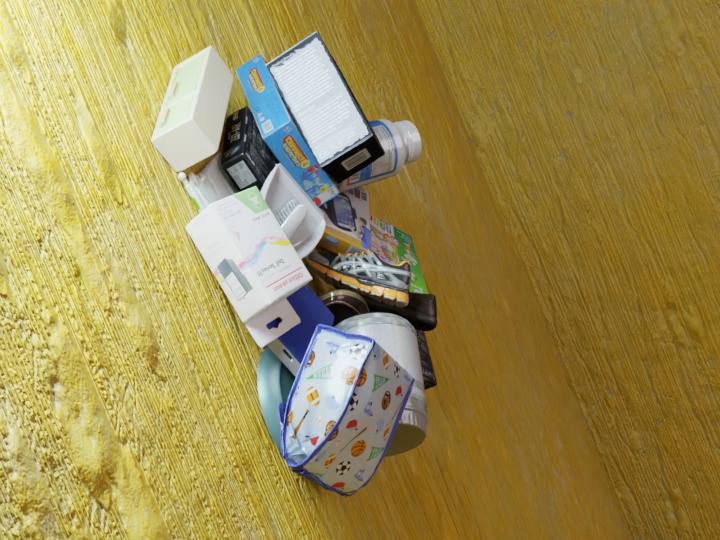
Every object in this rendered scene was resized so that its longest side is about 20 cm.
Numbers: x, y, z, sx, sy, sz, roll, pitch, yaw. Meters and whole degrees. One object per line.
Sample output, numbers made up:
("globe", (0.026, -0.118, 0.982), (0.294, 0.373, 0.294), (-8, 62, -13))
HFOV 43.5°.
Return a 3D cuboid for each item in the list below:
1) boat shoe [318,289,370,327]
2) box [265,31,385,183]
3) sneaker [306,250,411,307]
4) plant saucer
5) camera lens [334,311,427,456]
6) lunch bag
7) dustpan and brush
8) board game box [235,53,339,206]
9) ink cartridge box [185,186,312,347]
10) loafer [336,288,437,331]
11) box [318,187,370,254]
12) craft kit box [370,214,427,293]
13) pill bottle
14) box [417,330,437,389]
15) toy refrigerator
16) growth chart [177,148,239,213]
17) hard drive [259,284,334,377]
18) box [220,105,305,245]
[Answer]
("boat shoe", (-0.012, 0.101, 1.604), (0.200, 0.071, 0.073), (51, 23, -54))
("box", (-0.056, -0.271, 1.526), (0.203, 0.106, 0.148), (62, 6, 9))
("sneaker", (0.000, 0.000, 1.584), (0.078, 0.196, 0.079), (70, 39, -77))
("plant saucer", (-0.090, 0.202, 1.355), (0.201, 0.027, 0.203), (54, 24, -36))
("camera lens", (0.025, 0.183, 1.473), (0.160, 0.157, 0.204), (41, 35, -51))
("lunch bag", (-0.028, 0.206, 1.285), (0.170, 0.122, 0.204), (43, 63, -52))
("dustpan and brush", (-0.130, -0.045, 1.390), (0.140, 0.057, 0.202), (47, 69, -36))
("board game box", (-0.127, -0.241, 1.572), (0.196, 0.055, 0.202), (53, 10, -50))
("ink cartridge box", (-0.146, -0.007, 1.282), (0.202, 0.067, 0.117), (58, 34, 0))
("loafer", (0.052, 0.053, 1.662), (0.073, 0.196, 0.073), (99, 9, -66))
("box", (-0.039, -0.115, 1.721), (0.117, 0.042, 0.203), (23, 43, -23))
("craft kit box", (0.043, -0.020, 1.795), (0.198, 0.048, 0.201), (24, 41, -38))
("pill bottle", (0.016, -0.224, 1.717), (0.197, 0.112, 0.115), (-19, 86, -32))
("box", (0.080, 0.145, 1.825), (0.199, 0.048, 0.162), (34, 38, -57))
("toy refrigerator", (-0.246, -0.243, 1.331), (0.070, 0.075, 0.203), (52, 26, -36))
("growth chart", (-0.205, -0.109, 1.385), (0.147, 0.017, 0.200), (64, 20, -14))
("hard drive", (-0.099, 0.081, 1.400), (0.132, 0.025, 0.201), (50, 20, -17))
("box", (-0.154, -0.146, 1.482), (0.201, 0.043, 0.162), (57, 16, -34))
